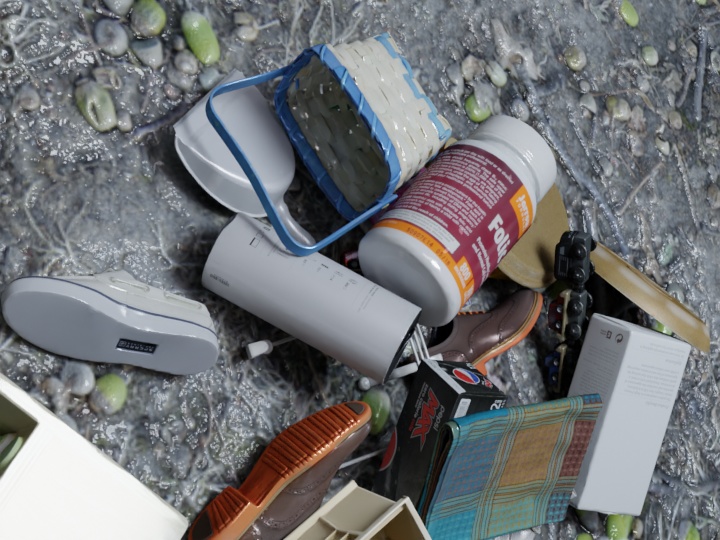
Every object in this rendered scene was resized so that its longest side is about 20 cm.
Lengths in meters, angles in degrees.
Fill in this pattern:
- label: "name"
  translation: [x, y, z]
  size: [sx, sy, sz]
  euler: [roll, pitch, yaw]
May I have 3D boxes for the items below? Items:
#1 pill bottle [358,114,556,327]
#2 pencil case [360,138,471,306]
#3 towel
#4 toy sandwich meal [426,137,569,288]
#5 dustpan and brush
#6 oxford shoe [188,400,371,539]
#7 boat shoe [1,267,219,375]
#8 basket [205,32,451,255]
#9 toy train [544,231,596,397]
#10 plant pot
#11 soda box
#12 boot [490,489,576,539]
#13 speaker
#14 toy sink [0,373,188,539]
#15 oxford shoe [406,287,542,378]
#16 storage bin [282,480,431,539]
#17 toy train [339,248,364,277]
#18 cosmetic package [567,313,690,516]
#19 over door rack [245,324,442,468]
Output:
- label: "pill bottle"
  translation: [0.098, -0.052, 1.142]
  size: [0.114, 0.114, 0.200]
  euler: [49, 61, -12]
- label: "pencil case"
  translation: [0.052, -0.049, 1.249]
  size: [0.087, 0.087, 0.202]
  euler: [-28, 93, -38]
- label: "towel"
  translation: [0.139, 0.190, 1.113]
  size: [0.198, 0.022, 0.148]
  euler: [-4, 118, -36]
- label: "toy sandwich meal"
  translation: [0.156, -0.063, 1.344]
  size: [0.204, 0.070, 0.208]
  euler: [24, 54, -37]
- label: "dustpan and brush"
  translation: [-0.096, -0.086, 1.179]
  size: [0.200, 0.057, 0.140]
  euler: [45, 42, -8]
- label: "oxford shoe"
  translation: [-0.060, 0.198, 1.072]
  size: [0.199, 0.071, 0.073]
  euler: [-40, 113, -9]
- label: "boat shoe"
  translation: [-0.217, 0.034, 1.043]
  size: [0.198, 0.071, 0.070]
  euler: [15, 39, -28]
- label: "basket"
  translation: [-0.027, -0.122, 1.124]
  size: [0.199, 0.139, 0.178]
  euler: [-25, 80, -33]
- label: "toy train"
  translation: [0.229, 0.050, 1.315]
  size: [0.034, 0.045, 0.203]
  euler: [-32, 129, -47]
- label: "plant pot"
  translation: [0.327, 0.023, 1.373]
  size: [0.199, 0.200, 0.028]
  euler: [33, 100, -23]
- label: "soda box"
  translation: [0.064, 0.187, 1.118]
  size: [0.063, 0.071, 0.202]
  euler: [7, 110, -36]
- label: "boot"
  translation: [0.174, 0.240, 1.223]
  size: [0.073, 0.094, 0.203]
  euler: [34, 51, -61]
- label: "speaker"
  translation: [-0.044, 0.025, 1.100]
  size: [0.198, 0.082, 0.082]
  euler: [28, 56, 8]
- label: "toy sink"
  translation: [-0.258, 0.188, 0.914]
  size: [0.200, 0.130, 0.113]
  euler: [43, 55, -18]
- label: "oxford shoe"
  translation: [0.126, 0.064, 1.276]
  size: [0.073, 0.071, 0.200]
  euler: [52, 51, -1]
- label: "storage bin"
  translation: [-0.009, 0.325, 1.024]
  size: [0.198, 0.093, 0.202]
  euler: [-37, 112, -22]
- label: "toy train"
  translation: [0.000, 0.000, 1.180]
  size: [0.197, 0.034, 0.046]
  euler: [-5, 79, -12]
- label: "cosmetic package"
  translation: [0.280, 0.159, 1.303]
  size: [0.101, 0.074, 0.203]
  euler: [14, 96, -32]
- label: "over door rack"
  translation: [-0.010, 0.116, 1.167]
  size: [0.198, 0.067, 0.150]
  euler: [-17, 85, -24]
